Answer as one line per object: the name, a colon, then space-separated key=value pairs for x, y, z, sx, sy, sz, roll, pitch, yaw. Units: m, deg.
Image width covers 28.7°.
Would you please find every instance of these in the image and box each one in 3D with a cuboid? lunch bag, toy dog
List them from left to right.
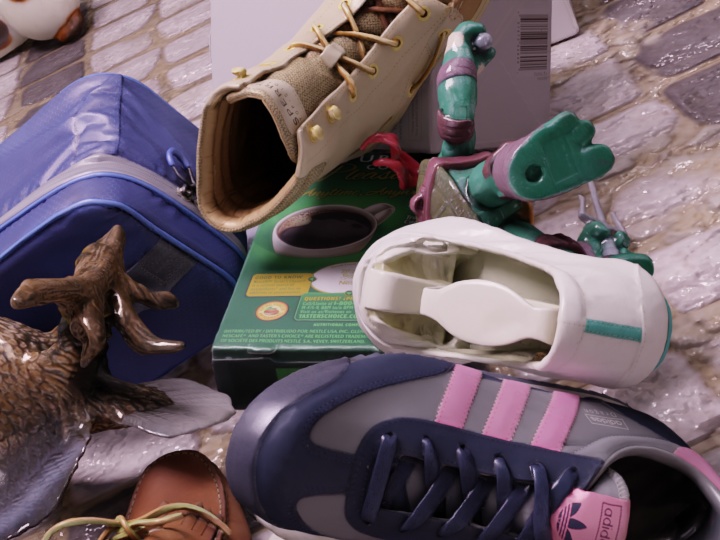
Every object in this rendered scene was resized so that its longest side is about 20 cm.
toy dog: x=-0.401 y=-0.309 z=1.588 sx=0.199 sy=0.140 sz=0.194 roll=-2 pitch=49 yaw=38
lunch bag: x=-0.152 y=-0.003 z=0.801 sx=0.200 sy=0.136 sz=0.133 roll=-33 pitch=40 yaw=28

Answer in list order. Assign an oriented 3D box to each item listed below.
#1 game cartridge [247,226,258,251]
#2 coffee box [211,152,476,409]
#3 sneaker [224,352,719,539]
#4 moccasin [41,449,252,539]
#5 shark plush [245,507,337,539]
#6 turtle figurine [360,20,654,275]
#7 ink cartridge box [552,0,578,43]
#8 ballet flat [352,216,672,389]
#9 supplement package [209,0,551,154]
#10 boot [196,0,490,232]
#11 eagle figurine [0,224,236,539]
game cartridge: x=-0.080 y=-0.041 z=0.955 sx=0.133 sy=0.041 sz=0.200 roll=-27 pitch=27 yaw=-9
coffee box: x=0.000 y=0.000 z=0.774 sx=0.122 sy=0.044 sz=0.200 roll=-1 pitch=34 yaw=10
sneaker: x=0.052 y=0.075 z=0.509 sx=0.199 sy=0.071 sz=0.082 roll=4 pitch=14 yaw=-30
moccasin: x=-0.095 y=0.141 z=0.604 sx=0.073 sy=0.078 sz=0.202 roll=-20 pitch=26 yaw=19
shark plush: x=0.036 y=0.118 z=0.552 sx=0.199 sy=0.091 sz=0.083 roll=-9 pitch=1 yaw=38
turtle figurine: x=0.075 y=-0.038 z=0.702 sx=0.101 sy=0.150 sz=0.200 roll=-42 pitch=18 yaw=0
ink cartridge box: x=0.079 y=-0.249 z=1.075 sx=0.128 sy=0.126 sz=0.200 roll=-20 pitch=29 yaw=13
ballet flat: x=0.041 y=0.011 z=0.601 sx=0.069 sy=0.070 sz=0.200 roll=-41 pitch=27 yaw=-26
supplement package: x=0.010 y=-0.144 z=0.906 sx=0.199 sy=0.122 sz=0.119 roll=10 pitch=15 yaw=43
boot: x=-0.006 y=-0.117 z=0.727 sx=0.200 sy=0.073 sz=0.155 roll=-55 pitch=-8 yaw=35
eagle figurine: x=-0.177 y=0.068 z=0.692 sx=0.200 sy=0.151 sz=0.151 roll=-51 pitch=50 yaw=18
